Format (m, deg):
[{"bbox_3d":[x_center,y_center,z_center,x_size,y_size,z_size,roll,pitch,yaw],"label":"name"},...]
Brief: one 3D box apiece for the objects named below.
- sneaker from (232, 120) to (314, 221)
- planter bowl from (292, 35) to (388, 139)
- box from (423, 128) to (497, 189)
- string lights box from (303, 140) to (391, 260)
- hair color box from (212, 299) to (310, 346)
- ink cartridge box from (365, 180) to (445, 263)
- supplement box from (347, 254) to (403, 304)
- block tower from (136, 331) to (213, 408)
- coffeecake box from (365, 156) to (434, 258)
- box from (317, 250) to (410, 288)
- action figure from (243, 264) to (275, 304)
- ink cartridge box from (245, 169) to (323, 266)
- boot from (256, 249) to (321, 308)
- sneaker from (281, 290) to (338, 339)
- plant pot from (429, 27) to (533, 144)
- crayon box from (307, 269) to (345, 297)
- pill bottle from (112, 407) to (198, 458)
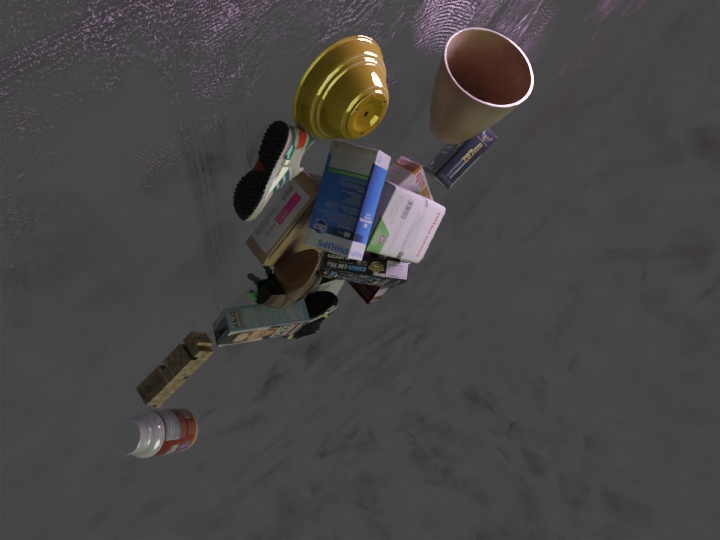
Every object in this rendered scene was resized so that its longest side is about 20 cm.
[{"bbox_3d":[-0.147,-0.166,0.958,0.093,0.070,0.200,-2,132,-50],"label":"sneaker"},{"bbox_3d":[-0.013,-0.291,0.941,0.200,0.083,0.200,-35,157,-17],"label":"planter bowl"},{"bbox_3d":[0.233,-0.276,1.297,0.158,0.051,0.200,-45,-168,10],"label":"box"},{"bbox_3d":[-0.025,-0.129,1.005,0.059,0.103,0.200,6,101,-63],"label":"string lights box"},{"bbox_3d":[-0.231,0.121,1.264,0.200,0.061,0.099,-5,157,-34],"label":"hair color box"},{"bbox_3d":[0.078,-0.108,1.188,0.200,0.084,0.146,12,108,-51],"label":"ink cartridge box"},{"bbox_3d":[0.053,-0.012,1.526,0.061,0.109,0.200,-11,143,-53],"label":"supplement box"},{"bbox_3d":[-0.424,0.228,1.239,0.200,0.054,0.058,-46,157,7],"label":"block tower"},{"bbox_3d":[0.073,-0.144,1.284,0.200,0.073,0.154,-43,139,-13],"label":"coffeecake box"},{"bbox_3d":[0.000,0.000,1.295,0.200,0.198,0.050,140,-40,-80],"label":"box"},{"bbox_3d":[-0.213,0.047,1.261,0.118,0.055,0.200,-38,161,-15],"label":"action figure"},{"bbox_3d":[-0.116,-0.099,1.130,0.200,0.075,0.165,-49,156,16],"label":"ink cartridge box"},{"bbox_3d":[-0.127,0.015,1.151,0.200,0.070,0.146,-34,168,26],"label":"boot"},{"bbox_3d":[-0.125,0.118,1.390,0.200,0.072,0.083,-31,143,26],"label":"sneaker"},{"bbox_3d":[0.223,-0.356,1.125,0.187,0.187,0.200,-32,171,-23],"label":"plant pot"},{"bbox_3d":[-0.129,0.079,1.464,0.126,0.052,0.200,-17,146,-46],"label":"crayon box"},{"bbox_3d":[-0.506,0.401,1.340,0.112,0.112,0.200,-45,158,7],"label":"pill bottle"}]
